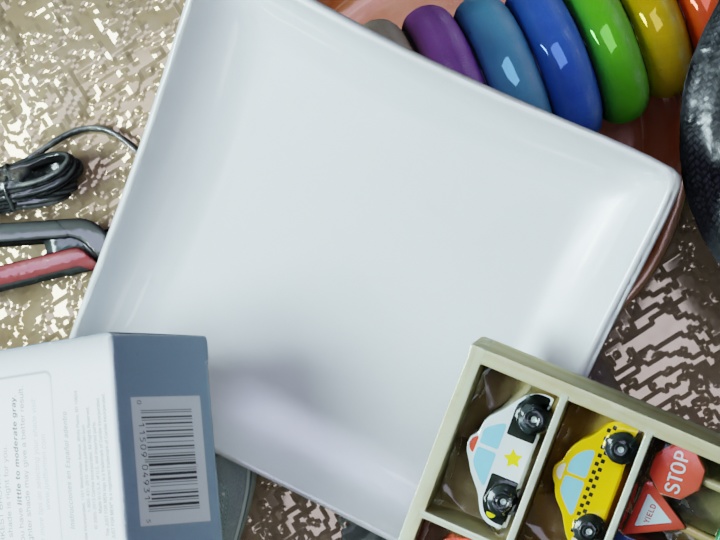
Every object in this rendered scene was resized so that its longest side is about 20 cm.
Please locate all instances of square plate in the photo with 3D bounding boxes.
[{"bbox_3d":[0.000,0.000,0.993,0.199,0.028,0.199,26,118,7],"label":"square plate"}]

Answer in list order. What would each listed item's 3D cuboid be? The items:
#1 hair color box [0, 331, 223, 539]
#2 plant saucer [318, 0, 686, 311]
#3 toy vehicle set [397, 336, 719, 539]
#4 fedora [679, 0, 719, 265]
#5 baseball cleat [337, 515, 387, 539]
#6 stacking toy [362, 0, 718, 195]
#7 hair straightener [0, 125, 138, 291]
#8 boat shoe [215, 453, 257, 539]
[{"bbox_3d":[-0.150,0.086,1.020,0.199,0.061,0.100,-10,82,36],"label":"hair color box"},{"bbox_3d":[0.040,-0.053,1.079,0.199,0.032,0.201,-1,84,6],"label":"plant saucer"},{"bbox_3d":[0.067,0.141,0.968,0.124,0.027,0.201,21,100,8],"label":"toy vehicle set"},{"bbox_3d":[0.218,-0.062,0.988,0.199,0.092,0.202,0,91,3],"label":"fedora"},{"bbox_3d":[-0.009,0.184,1.049,0.200,0.070,0.107,-45,118,-15],"label":"baseball cleat"},{"bbox_3d":[0.101,-0.094,1.026,0.199,0.085,0.086,-22,83,-2],"label":"stacking toy"},{"bbox_3d":[-0.172,-0.024,1.089,0.199,0.041,0.077,-13,83,4],"label":"hair straightener"},{"bbox_3d":[-0.084,0.112,1.052,0.070,0.072,0.202,7,85,6],"label":"boat shoe"}]
